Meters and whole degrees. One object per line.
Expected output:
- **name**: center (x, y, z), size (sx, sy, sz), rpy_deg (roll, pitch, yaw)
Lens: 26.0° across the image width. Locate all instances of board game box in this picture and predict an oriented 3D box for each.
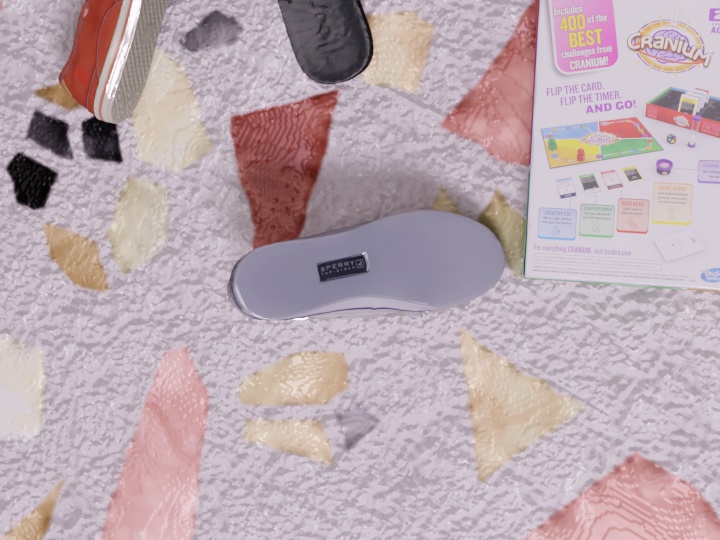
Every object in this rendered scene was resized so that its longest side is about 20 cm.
- **board game box**: center (0.194, -0.090, 1.085), size (0.152, 0.040, 0.202), rpy_deg (5, 96, 13)

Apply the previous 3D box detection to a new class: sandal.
- **sandal**: center (-0.047, -0.232, 1.126), size (0.075, 0.048, 0.202), rpy_deg (-26, 89, 14)

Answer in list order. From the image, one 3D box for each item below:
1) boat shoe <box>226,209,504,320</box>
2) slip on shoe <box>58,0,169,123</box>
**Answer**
- **boat shoe**: center (0.000, 0.005, 1.125), size (0.200, 0.086, 0.075), rpy_deg (-11, 87, -15)
- **slip on shoe**: center (-0.174, -0.211, 1.150), size (0.061, 0.074, 0.201), rpy_deg (24, 104, 13)
